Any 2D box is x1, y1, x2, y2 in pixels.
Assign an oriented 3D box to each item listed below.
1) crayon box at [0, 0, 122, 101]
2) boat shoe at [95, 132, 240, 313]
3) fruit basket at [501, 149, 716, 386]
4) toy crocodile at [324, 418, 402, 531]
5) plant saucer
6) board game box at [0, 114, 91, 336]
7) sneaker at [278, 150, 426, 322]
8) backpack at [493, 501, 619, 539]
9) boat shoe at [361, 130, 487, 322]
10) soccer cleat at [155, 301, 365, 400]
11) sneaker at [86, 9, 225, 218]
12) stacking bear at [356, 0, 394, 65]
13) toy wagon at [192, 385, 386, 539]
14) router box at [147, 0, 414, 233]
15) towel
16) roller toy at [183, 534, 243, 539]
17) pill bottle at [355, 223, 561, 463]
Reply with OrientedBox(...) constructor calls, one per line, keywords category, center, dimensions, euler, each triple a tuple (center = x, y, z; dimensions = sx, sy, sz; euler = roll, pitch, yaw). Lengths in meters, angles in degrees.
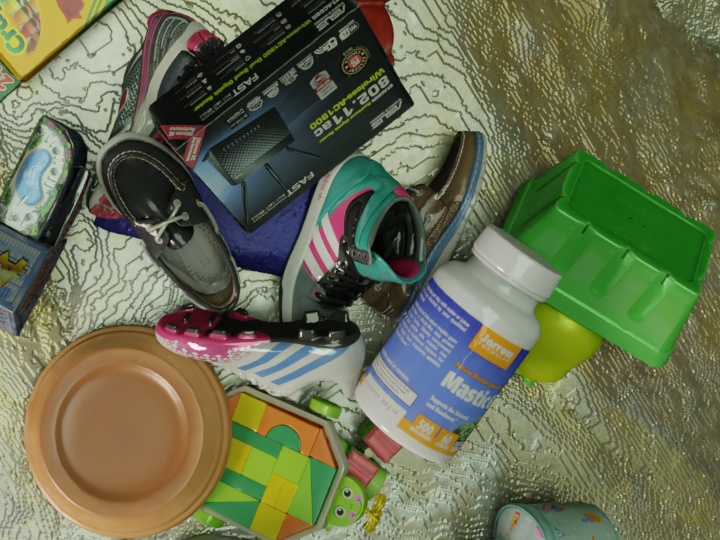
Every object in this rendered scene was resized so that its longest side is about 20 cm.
OrientedBox(category="crayon box", center=(-0.299, -0.264, 1.190), dimensions=(0.200, 0.051, 0.127), euler=(-42, 100, -3))
OrientedBox(category="boat shoe", center=(-0.164, -0.037, 1.147), dimensions=(0.073, 0.060, 0.201), euler=(-30, 134, -3))
OrientedBox(category="fruit basket", center=(0.219, 0.015, 1.271), dimensions=(0.215, 0.215, 0.156), euler=(38, 48, -10))
OrientedBox(category="toy crocodile", center=(0.016, 0.168, 1.273), dimensions=(0.067, 0.062, 0.200), euler=(41, 88, -10))
OrientedBox(category="plant saucer", center=(-0.221, 0.151, 1.222), dimensions=(0.198, 0.037, 0.203), euler=(0, 87, 1))
OrientedBox(category="board game box", center=(-0.292, -0.032, 1.135), dimensions=(0.061, 0.200, 0.201), euler=(27, 91, -9))
OrientedBox(category="sneaker", center=(0.000, 0.000, 1.212), dimensions=(0.083, 0.120, 0.202), euler=(3, 110, -44))
OrientedBox(category="backpack", center=(0.177, 0.323, 1.257), dimensions=(0.152, 0.176, 0.202), euler=(8, 90, -14))
OrientedBox(category="boat shoe", center=(0.061, -0.048, 1.257), dimensions=(0.072, 0.072, 0.202), euler=(21, 91, -9))
OrientedBox(category="soccer cleat", center=(-0.094, 0.082, 1.205), dimensions=(0.198, 0.070, 0.087), euler=(3, 116, 10))
OrientedBox(category="sneaker", center=(-0.190, -0.135, 1.166), dimensions=(0.075, 0.080, 0.201), euler=(38, 106, 25))
OrientedBox(category="stacking bear", center=(-0.008, -0.285, 1.211), dimensions=(0.120, 0.114, 0.202), euler=(-4, 100, -9))
OrientedBox(category="toy wagon", center=(-0.070, 0.192, 1.241), dimensions=(0.198, 0.040, 0.157), euler=(22, 92, 15))
OrientedBox(category="router box", center=(-0.065, -0.143, 1.137), dimensions=(0.199, 0.150, 0.062), euler=(-38, 56, 1))
OrientedBox(category="towel", center=(-0.142, -0.087, 1.236), dimensions=(0.198, 0.050, 0.149), euler=(16, 97, -10))
OrientedBox(category="roller toy", center=(-0.139, 0.351, 1.224), dimensions=(0.181, 0.140, 0.202), euler=(-19, 97, -8))
OrientedBox(category="pill bottle", center=(0.092, 0.063, 1.174), dimensions=(0.112, 0.112, 0.201), euler=(33, 101, -10))
